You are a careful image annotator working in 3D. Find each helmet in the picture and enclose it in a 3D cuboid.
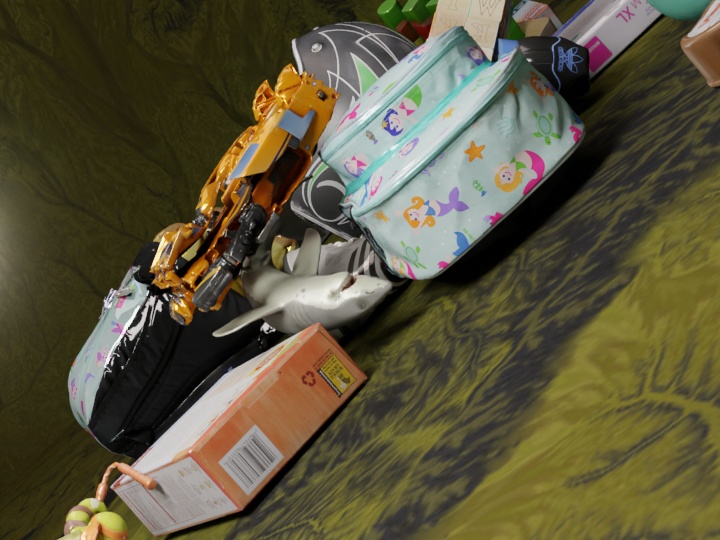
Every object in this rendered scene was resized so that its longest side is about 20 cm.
[{"bbox_3d":[0.003,-0.132,1.434,0.192,0.199,0.200,-60,6,4],"label":"helmet"}]

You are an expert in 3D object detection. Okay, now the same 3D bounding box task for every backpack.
[{"bbox_3d":[-0.201,0.090,1.513,0.201,0.166,0.126,-58,25,-3],"label":"backpack"},{"bbox_3d":[0.065,-0.082,1.080,0.177,0.151,0.200,-42,11,-1],"label":"backpack"}]

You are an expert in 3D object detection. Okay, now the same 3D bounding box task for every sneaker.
[{"bbox_3d":[0.000,0.000,1.307,0.115,0.076,0.201,-34,15,3],"label":"sneaker"},{"bbox_3d":[0.159,-0.154,1.312,0.077,0.071,0.200,2,-5,7],"label":"sneaker"}]

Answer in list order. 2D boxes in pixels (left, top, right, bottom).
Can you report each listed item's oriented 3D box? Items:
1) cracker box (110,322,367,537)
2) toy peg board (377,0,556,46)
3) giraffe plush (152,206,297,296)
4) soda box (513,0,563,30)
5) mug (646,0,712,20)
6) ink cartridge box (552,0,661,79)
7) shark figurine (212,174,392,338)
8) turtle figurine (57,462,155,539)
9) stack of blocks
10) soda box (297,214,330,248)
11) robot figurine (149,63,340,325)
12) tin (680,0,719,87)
[{"bbox_3d":[-0.092,0.119,1.093,0.134,0.058,0.200,-45,7,-27],"label":"cracker box"},{"bbox_3d":[0.068,-0.205,1.582,0.199,0.098,0.200,-2,49,48],"label":"toy peg board"},{"bbox_3d":[-0.153,0.044,1.683,0.162,0.171,0.202,121,160,-77],"label":"giraffe plush"},{"bbox_3d":[0.140,-0.205,1.663,0.200,0.064,0.068,-43,24,-3],"label":"soda box"},{"bbox_3d":[0.269,-0.264,1.094,0.185,0.115,0.152,-37,9,42],"label":"mug"},{"bbox_3d":[0.240,-0.241,1.450,0.119,0.042,0.200,-43,9,9],"label":"ink cartridge box"},{"bbox_3d":[-0.052,0.019,1.159,0.128,0.090,0.215,-32,28,-3],"label":"shark figurine"},{"bbox_3d":[-0.199,0.219,1.006,0.162,0.064,0.200,-53,27,13],"label":"turtle figurine"},{"bbox_3d":[0.089,-0.172,1.310,0.115,0.058,0.201,85,-163,-61],"label":"stack of blocks"},{"bbox_3d":[-0.062,-0.085,2.185,0.071,0.063,0.200,-38,8,37],"label":"soda box"},{"bbox_3d":[-0.092,-0.052,1.127,0.201,0.058,0.145,-59,13,-12],"label":"robot figurine"},{"bbox_3d":[0.271,-0.180,0.898,0.112,0.042,0.200,-44,5,-41],"label":"tin"}]
